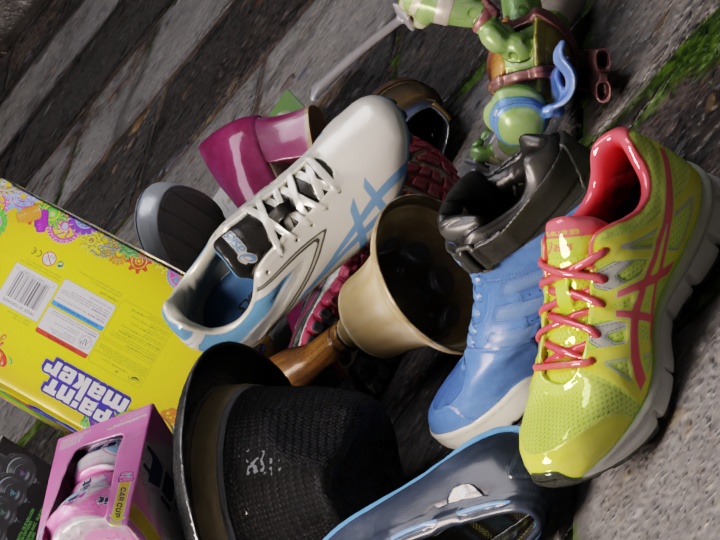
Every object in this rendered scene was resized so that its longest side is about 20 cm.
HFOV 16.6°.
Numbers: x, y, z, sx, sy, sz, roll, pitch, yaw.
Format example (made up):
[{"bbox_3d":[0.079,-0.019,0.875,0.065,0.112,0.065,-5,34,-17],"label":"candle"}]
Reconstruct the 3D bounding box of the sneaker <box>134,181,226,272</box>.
[{"bbox_3d":[-0.126,-0.002,1.768,0.071,0.200,0.073,6,66,24],"label":"sneaker"}]

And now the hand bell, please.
[{"bbox_3d":[-0.014,0.043,1.524,0.200,0.104,0.104,-34,28,41],"label":"hand bell"}]

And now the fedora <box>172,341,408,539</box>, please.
[{"bbox_3d":[-0.029,0.122,1.415,0.091,0.201,0.201,-14,35,19],"label":"fedora"}]

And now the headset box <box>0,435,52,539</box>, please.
[{"bbox_3d":[-0.220,0.205,1.677,0.174,0.200,0.093,-25,36,59],"label":"headset box"}]

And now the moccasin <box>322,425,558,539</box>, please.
[{"bbox_3d":[0.023,0.157,1.297,0.200,0.080,0.068,-49,19,29],"label":"moccasin"}]

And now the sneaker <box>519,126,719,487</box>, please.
[{"bbox_3d":[0.116,0.015,1.249,0.078,0.090,0.200,-7,51,45],"label":"sneaker"}]

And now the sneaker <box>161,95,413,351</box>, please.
[{"bbox_3d":[-0.043,-0.026,1.508,0.200,0.072,0.072,-49,-23,14],"label":"sneaker"}]

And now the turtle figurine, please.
[{"bbox_3d":[0.068,-0.139,1.586,0.200,0.144,0.194,-37,21,38],"label":"turtle figurine"}]

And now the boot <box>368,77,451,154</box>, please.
[{"bbox_3d":[-0.007,-0.052,1.754,0.200,0.075,0.097,-56,14,-1],"label":"boot"}]

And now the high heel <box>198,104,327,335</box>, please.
[{"bbox_3d":[-0.062,-0.015,1.717,0.096,0.067,0.201,-15,76,25],"label":"high heel"}]

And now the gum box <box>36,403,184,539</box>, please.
[{"bbox_3d":[-0.111,0.184,1.405,0.066,0.200,0.114,-21,28,14],"label":"gum box"}]

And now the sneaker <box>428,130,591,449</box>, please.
[{"bbox_3d":[0.074,0.006,1.367,0.200,0.111,0.077,-48,20,29],"label":"sneaker"}]

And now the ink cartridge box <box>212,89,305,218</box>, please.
[{"bbox_3d":[-0.083,-0.038,1.961,0.200,0.059,0.104,-55,18,6],"label":"ink cartridge box"}]

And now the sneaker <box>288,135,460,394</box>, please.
[{"bbox_3d":[0.000,0.000,1.635,0.200,0.081,0.075,-63,16,-17],"label":"sneaker"}]

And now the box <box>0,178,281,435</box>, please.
[{"bbox_3d":[-0.166,0.057,1.672,0.122,0.200,0.193,-60,-15,-9],"label":"box"}]
